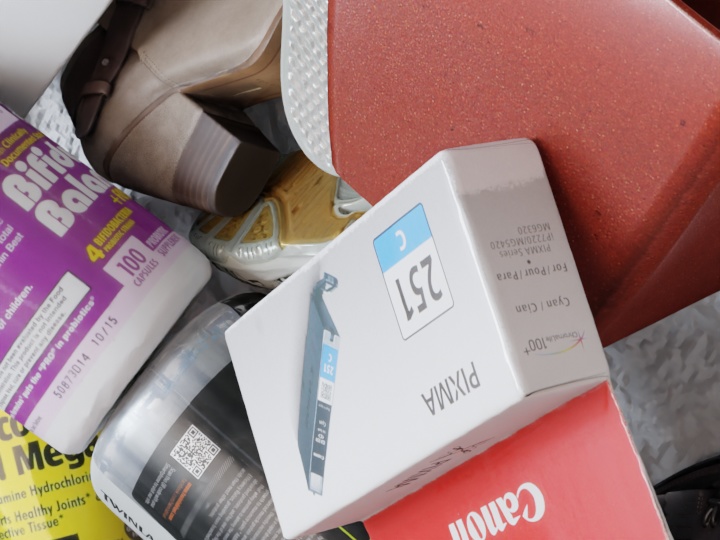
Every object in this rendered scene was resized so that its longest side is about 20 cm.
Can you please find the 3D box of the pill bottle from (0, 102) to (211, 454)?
[{"bbox_3d":[-0.175,-0.018,1.035,0.200,0.112,0.112,36,119,-2],"label":"pill bottle"}]

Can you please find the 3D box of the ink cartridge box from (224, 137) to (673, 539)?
[{"bbox_3d":[0.029,0.069,0.870,0.200,0.045,0.177,-39,66,56],"label":"ink cartridge box"}]

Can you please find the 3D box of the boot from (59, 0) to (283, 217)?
[{"bbox_3d":[-0.063,-0.122,1.076,0.200,0.070,0.146,-53,48,6],"label":"boot"}]

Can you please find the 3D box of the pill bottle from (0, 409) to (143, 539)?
[{"bbox_3d":[-0.157,0.070,1.140,0.112,0.112,0.200,-17,87,36],"label":"pill bottle"}]

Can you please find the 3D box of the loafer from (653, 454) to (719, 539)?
[{"bbox_3d":[0.173,0.109,0.939,0.200,0.063,0.072,-13,89,36],"label":"loafer"}]

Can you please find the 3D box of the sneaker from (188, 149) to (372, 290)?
[{"bbox_3d":[0.000,0.000,1.041,0.200,0.076,0.088,9,141,52],"label":"sneaker"}]

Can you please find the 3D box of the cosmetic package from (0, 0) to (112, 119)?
[{"bbox_3d":[-0.173,-0.140,1.067,0.107,0.085,0.200,30,134,-15],"label":"cosmetic package"}]

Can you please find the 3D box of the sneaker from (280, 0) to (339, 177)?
[{"bbox_3d":[0.014,-0.138,0.973,0.074,0.082,0.200,33,135,24],"label":"sneaker"}]

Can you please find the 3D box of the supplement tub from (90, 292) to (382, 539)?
[{"bbox_3d":[-0.011,0.113,1.027,0.200,0.122,0.123,40,118,15],"label":"supplement tub"}]

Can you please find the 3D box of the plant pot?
[{"bbox_3d":[0.100,-0.083,0.895,0.200,0.200,0.176,42,129,24],"label":"plant pot"}]
